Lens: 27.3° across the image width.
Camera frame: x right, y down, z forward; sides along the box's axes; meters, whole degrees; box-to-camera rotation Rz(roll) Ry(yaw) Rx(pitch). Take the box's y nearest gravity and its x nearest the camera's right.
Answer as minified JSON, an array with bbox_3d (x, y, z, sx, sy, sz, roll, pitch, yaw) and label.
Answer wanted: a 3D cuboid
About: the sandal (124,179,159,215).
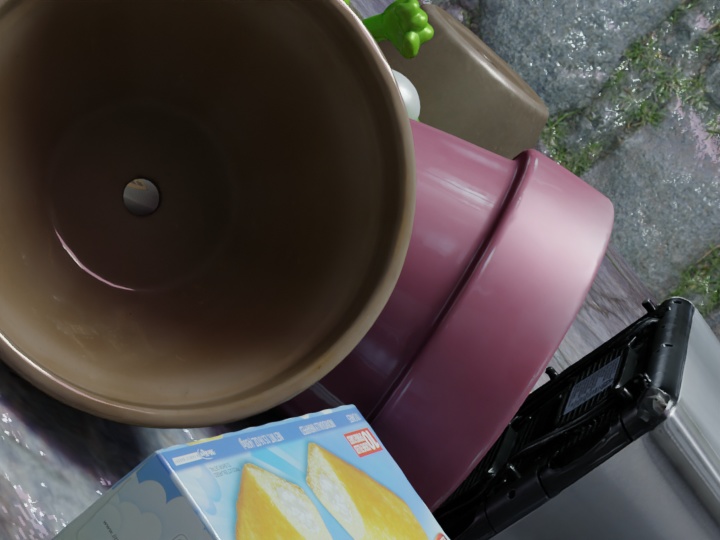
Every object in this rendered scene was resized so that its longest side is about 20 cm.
[{"bbox_3d":[-0.142,-0.060,0.697,0.200,0.055,0.082,18,33,-56],"label":"sandal"}]

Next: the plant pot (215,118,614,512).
[{"bbox_3d":[0.000,0.000,0.755,0.179,0.200,0.200,33,15,-3],"label":"plant pot"}]

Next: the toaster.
[{"bbox_3d":[0.123,0.122,0.771,0.119,0.181,0.200,51,21,-3],"label":"toaster"}]

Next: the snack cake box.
[{"bbox_3d":[-0.025,0.123,0.567,0.115,0.067,0.200,52,14,12],"label":"snack cake box"}]

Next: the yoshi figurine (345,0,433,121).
[{"bbox_3d":[-0.011,-0.098,0.834,0.200,0.112,0.112,44,54,-37],"label":"yoshi figurine"}]

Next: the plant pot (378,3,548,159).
[{"bbox_3d":[0.032,-0.078,1.004,0.200,0.175,0.200,40,13,-12],"label":"plant pot"}]

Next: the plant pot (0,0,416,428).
[{"bbox_3d":[-0.085,-0.035,0.622,0.201,0.201,0.093,47,-18,-11],"label":"plant pot"}]
